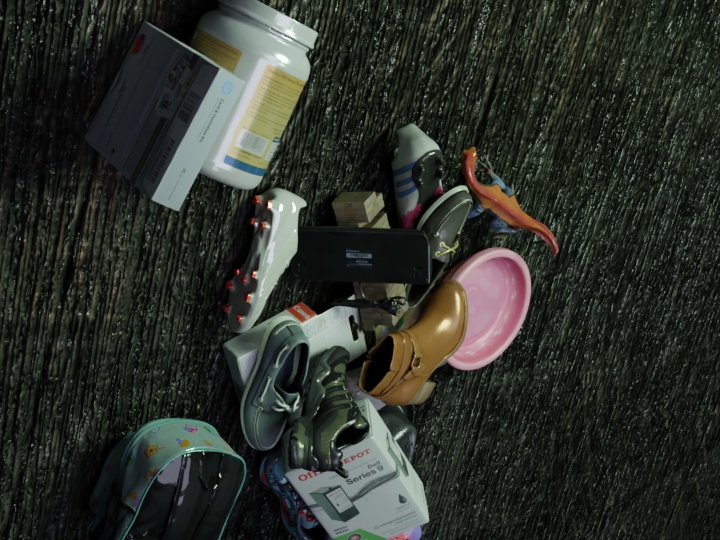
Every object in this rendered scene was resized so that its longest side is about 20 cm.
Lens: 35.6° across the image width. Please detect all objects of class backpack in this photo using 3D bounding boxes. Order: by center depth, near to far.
[{"bbox_3d":[-0.254,0.292,1.487,0.174,0.153,0.202,15,113,-43],"label":"backpack"}]

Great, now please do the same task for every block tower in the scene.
[{"bbox_3d":[0.016,-0.015,1.569,0.054,0.057,0.203,-48,133,-50],"label":"block tower"}]

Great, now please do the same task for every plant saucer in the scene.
[{"bbox_3d":[0.183,0.055,1.758,0.198,0.051,0.203,-19,123,-32],"label":"plant saucer"}]

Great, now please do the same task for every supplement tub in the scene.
[{"bbox_3d":[-0.145,-0.213,1.313,0.144,0.144,0.202,19,101,-41],"label":"supplement tub"}]

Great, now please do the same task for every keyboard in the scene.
[{"bbox_3d":[0.000,0.000,1.533,0.196,0.021,0.129,3,112,11],"label":"keyboard"}]

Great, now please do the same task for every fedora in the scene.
[{"bbox_3d":[0.026,0.282,1.734,0.198,0.091,0.203,-18,123,-29],"label":"fedora"}]

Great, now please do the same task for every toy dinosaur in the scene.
[{"bbox_3d":[0.203,-0.114,1.634,0.181,0.197,0.107,40,69,-73],"label":"toy dinosaur"}]

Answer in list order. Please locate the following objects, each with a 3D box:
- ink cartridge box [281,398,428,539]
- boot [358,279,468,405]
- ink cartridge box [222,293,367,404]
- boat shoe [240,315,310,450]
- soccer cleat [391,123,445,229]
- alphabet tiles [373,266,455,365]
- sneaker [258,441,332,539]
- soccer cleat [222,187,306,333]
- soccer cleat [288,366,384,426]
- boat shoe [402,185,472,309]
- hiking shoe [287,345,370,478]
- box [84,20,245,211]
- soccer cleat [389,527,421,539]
[{"bbox_3d":[-0.008,0.300,1.613,0.144,0.085,0.201,-25,124,11],"label":"ink cartridge box"},{"bbox_3d":[0.073,0.098,1.604,0.155,0.076,0.202,20,99,-56],"label":"boot"},{"bbox_3d":[-0.090,0.111,1.588,0.198,0.050,0.110,-29,127,-24],"label":"ink cartridge box"},{"bbox_3d":[-0.112,0.164,1.522,0.072,0.062,0.203,-1,114,-38],"label":"boat shoe"},{"bbox_3d":[0.078,-0.125,1.586,0.069,0.087,0.201,-23,149,-19],"label":"soccer cleat"},{"bbox_3d":[0.090,0.079,1.736,0.165,0.006,0.203,-22,124,-27],"label":"alphabet tiles"},{"bbox_3d":[-0.084,0.338,1.679,0.079,0.095,0.202,-34,129,-18],"label":"sneaker"},{"bbox_3d":[-0.123,-0.009,1.491,0.077,0.069,0.203,7,105,-42],"label":"soccer cleat"},{"bbox_3d":[-0.017,0.179,1.650,0.198,0.070,0.078,-23,146,-23],"label":"soccer cleat"},{"bbox_3d":[0.107,-0.031,1.600,0.071,0.061,0.202,-3,137,-43],"label":"boat shoe"},{"bbox_3d":[-0.033,0.195,1.529,0.076,0.099,0.202,102,5,-51],"label":"hiking shoe"},{"bbox_3d":[-0.222,-0.175,1.237,0.041,0.199,0.157,23,99,-43],"label":"box"},{"bbox_3d":[0.042,0.425,1.832,0.199,0.076,0.067,34,91,-42],"label":"soccer cleat"}]
